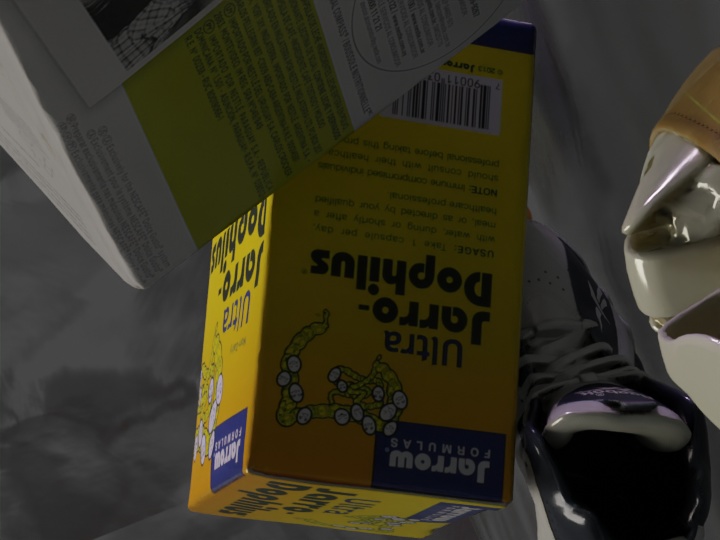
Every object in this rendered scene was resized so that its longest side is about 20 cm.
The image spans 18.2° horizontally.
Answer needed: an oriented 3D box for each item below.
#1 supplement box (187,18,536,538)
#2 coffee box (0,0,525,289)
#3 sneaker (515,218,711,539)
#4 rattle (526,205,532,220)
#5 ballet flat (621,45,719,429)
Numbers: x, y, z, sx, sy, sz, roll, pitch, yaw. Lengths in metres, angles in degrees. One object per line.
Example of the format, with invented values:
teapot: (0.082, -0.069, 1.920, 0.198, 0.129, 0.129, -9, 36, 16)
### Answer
supplement box: (0.000, 0.000, 0.919, 0.109, 0.109, 0.200, 140, 136, -69)
coffee box: (-0.075, -0.158, 0.736, 0.200, 0.198, 0.200, 45, 167, 31)
sneaker: (0.093, 0.050, 0.914, 0.130, 0.079, 0.199, 104, 159, -65)
rattle: (0.034, -0.132, 1.165, 0.130, 0.143, 0.200, 129, 143, -51)
ballet flat: (0.091, -0.003, 0.506, 0.200, 0.063, 0.069, -116, 5, -69)
